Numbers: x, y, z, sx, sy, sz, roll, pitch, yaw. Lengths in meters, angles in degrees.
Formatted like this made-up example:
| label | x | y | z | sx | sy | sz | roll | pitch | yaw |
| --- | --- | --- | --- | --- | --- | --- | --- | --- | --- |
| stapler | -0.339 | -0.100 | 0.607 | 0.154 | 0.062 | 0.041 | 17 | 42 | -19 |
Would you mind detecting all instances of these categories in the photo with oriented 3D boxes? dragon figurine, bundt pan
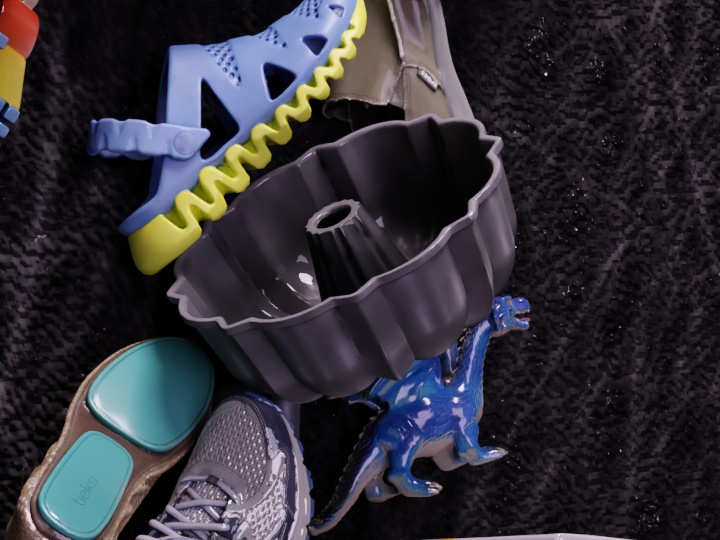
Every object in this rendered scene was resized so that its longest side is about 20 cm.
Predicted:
| label | x | y | z | sx | sy | sz | roll | pitch | yaw |
| --- | --- | --- | --- | --- | --- | --- | --- | --- | --- |
| dragon figurine | 0.022 | 0.079 | 1.471 | 0.199 | 0.059 | 0.100 | -25 | 95 | -31 |
| bundt pan | 0.000 | 0.000 | 1.398 | 0.202 | 0.201 | 0.076 | -42 | 119 | -28 |

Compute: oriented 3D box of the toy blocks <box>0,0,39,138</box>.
| label | x | y | z | sx | sy | sz | roll | pitch | yaw |
| --- | --- | --- | --- | --- | --- | --- | --- | --- | --- |
| toy blocks | -0.213 | -0.104 | 1.280 | 0.100 | 0.136 | 0.201 | 36 | 84 | -35 |

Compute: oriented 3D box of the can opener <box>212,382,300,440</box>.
| label | x | y | z | sx | sy | sz | roll | pitch | yaw |
| --- | --- | --- | --- | --- | --- | --- | --- | --- | --- |
| can opener | -0.052 | 0.164 | 1.408 | 0.053 | 0.067 | 0.202 | 3 | 88 | -33 |

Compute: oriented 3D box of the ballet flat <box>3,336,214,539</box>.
| label | x | y | z | sx | sy | sz | roll | pitch | yaw |
| --- | --- | --- | --- | --- | --- | --- | --- | --- | --- |
| ballet flat | -0.139 | 0.103 | 1.361 | 0.070 | 0.065 | 0.200 | 38 | 34 | 1 |

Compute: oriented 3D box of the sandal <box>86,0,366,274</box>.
| label | x | y | z | sx | sy | sz | roll | pitch | yaw |
| --- | --- | --- | --- | --- | --- | --- | --- | --- | --- |
| sandal | -0.077 | -0.096 | 1.418 | 0.087 | 0.079 | 0.200 | 44 | 76 | -7 |

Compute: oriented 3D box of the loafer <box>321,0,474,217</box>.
| label | x | y | z | sx | sy | sz | roll | pitch | yaw |
| --- | --- | --- | --- | --- | --- | --- | --- | --- | --- |
| loafer | 0.011 | -0.120 | 1.485 | 0.069 | 0.075 | 0.201 | -28 | 97 | -35 |

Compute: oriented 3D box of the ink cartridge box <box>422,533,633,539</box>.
| label | x | y | z | sx | sy | sz | roll | pitch | yaw |
| --- | --- | --- | --- | --- | --- | --- | --- | --- | --- |
| ink cartridge box | 0.082 | 0.222 | 1.388 | 0.146 | 0.199 | 0.147 | 11 | 77 | -43 |

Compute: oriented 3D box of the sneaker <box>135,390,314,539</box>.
| label | x | y | z | sx | sy | sz | roll | pitch | yaw |
| --- | --- | --- | --- | --- | --- | --- | --- | --- | --- |
| sneaker | -0.087 | 0.160 | 1.347 | 0.085 | 0.077 | 0.201 | 19 | 86 | -59 |
